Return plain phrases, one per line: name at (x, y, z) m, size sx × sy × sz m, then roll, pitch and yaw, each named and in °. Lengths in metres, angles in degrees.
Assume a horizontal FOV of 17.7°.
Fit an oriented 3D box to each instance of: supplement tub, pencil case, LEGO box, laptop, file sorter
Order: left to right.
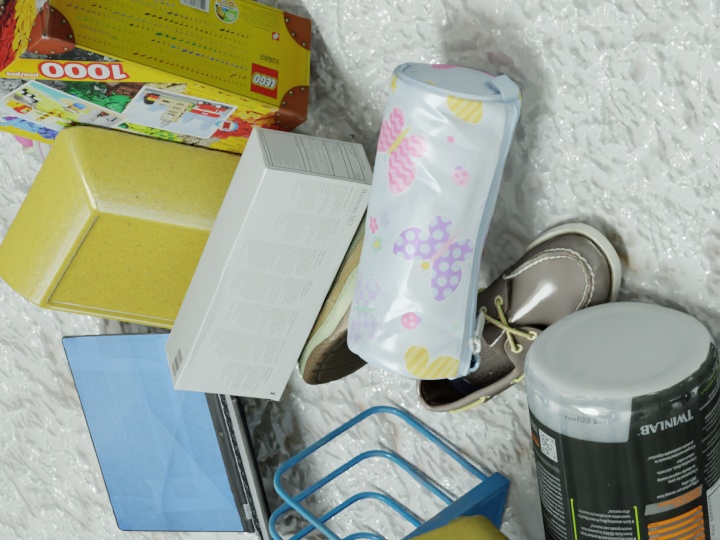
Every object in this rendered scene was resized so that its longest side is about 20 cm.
LEGO box at (-0.154, -0.137, 1.562) m, size 0.149 × 0.199 × 0.078 m, roll -29°, pitch 53°, yaw 52°
laptop at (-0.145, 0.155, 1.819) m, size 0.200 × 0.115 × 0.188 m, roll -123°, pitch 18°, yaw -64°
file sorter at (0.007, 0.221, 1.695) m, size 0.122 × 0.138 × 0.201 m, roll 37°, pitch 138°, yaw 29°
pencil case at (0.047, -0.031, 1.466) m, size 0.090 × 0.083 × 0.201 m, roll 23°, pitch 111°, yaw 42°
supplement tub at (0.172, 0.132, 1.462) m, size 0.122 × 0.122 × 0.201 m, roll 17°, pitch 128°, yaw 39°

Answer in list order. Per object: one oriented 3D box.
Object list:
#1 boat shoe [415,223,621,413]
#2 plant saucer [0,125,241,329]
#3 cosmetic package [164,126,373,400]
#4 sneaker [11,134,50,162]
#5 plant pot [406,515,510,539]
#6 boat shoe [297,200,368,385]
boat shoe at (0.101, 0.037, 1.521) m, size 0.072 × 0.059 × 0.200 m, roll 53°, pitch 142°, yaw 5°
plant saucer at (-0.144, -0.016, 1.648) m, size 0.200 × 0.199 × 0.049 m, roll 128°, pitch 146°, yaw -52°
cosmetic package at (-0.064, -0.002, 1.583) m, size 0.051 × 0.082 × 0.201 m, roll -107°, pitch 34°, yaw -47°
sneaker at (-0.212, -0.111, 1.729) m, size 0.199 × 0.088 × 0.082 m, roll 23°, pitch 132°, yaw 35°
plant pot at (0.065, 0.272, 1.482) m, size 0.196 × 0.193 × 0.201 m, roll 51°, pitch -160°, yaw -70°
boat shoe at (0.000, 0.000, 1.609) m, size 0.076 × 0.071 × 0.200 m, roll 57°, pitch 137°, yaw 22°
